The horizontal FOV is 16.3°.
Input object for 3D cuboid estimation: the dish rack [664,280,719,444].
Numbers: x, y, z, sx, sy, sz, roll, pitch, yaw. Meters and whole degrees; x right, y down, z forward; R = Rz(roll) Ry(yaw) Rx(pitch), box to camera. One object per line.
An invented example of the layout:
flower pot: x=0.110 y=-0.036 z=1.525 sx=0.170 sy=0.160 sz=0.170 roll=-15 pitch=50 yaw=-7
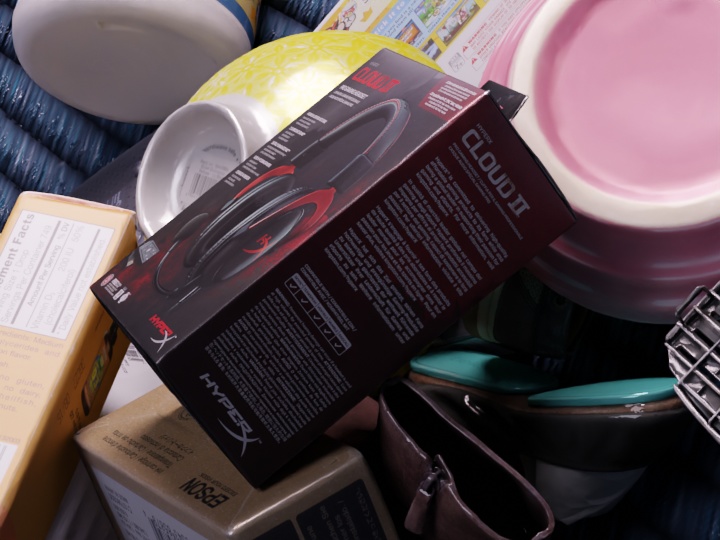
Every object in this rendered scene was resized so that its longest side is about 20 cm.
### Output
dish rack: x=0.228 y=0.010 z=1.040 sx=0.200 sy=0.055 sz=0.153 roll=-44 pitch=38 yaw=1

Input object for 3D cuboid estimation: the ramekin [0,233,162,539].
ramekin: x=-0.181 y=0.068 z=1.332 sx=0.105 sy=0.199 sz=0.201 roll=-60 pitch=35 yaw=24

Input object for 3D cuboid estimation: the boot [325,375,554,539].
boot: x=0.019 y=0.083 z=1.117 sx=0.072 sy=0.167 sz=0.200 roll=-37 pitch=64 yaw=-18

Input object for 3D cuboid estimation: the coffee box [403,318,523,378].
coffee box: x=0.000 y=0.000 z=1.307 sx=0.199 sy=0.044 sz=0.124 roll=-15 pitch=68 yaw=41

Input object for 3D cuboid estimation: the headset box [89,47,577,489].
headset box: x=-0.008 y=-0.013 z=1.095 sx=0.200 sy=0.075 sz=0.149 roll=-39 pitch=20 yaw=-5

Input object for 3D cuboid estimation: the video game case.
video game case: x=0.065 y=-0.146 z=1.375 sx=0.200 sy=0.023 sz=0.182 roll=-49 pitch=39 yaw=13

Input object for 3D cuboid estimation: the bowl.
bowl: x=-0.048 y=-0.034 z=1.257 sx=0.199 sy=0.107 sz=0.202 roll=-15 pitch=67 yaw=41

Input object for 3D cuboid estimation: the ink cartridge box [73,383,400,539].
ink cartridge box: x=-0.039 y=0.147 z=1.134 sx=0.075 sy=0.166 sz=0.200 roll=-28 pitch=19 yaw=-20

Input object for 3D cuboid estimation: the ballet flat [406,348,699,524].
ballet flat: x=0.091 y=0.077 z=1.161 sx=0.200 sy=0.068 sz=0.069 roll=6 pitch=104 yaw=60

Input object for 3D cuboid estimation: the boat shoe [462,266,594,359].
boat shoe: x=0.124 y=-0.041 z=1.208 sx=0.066 sy=0.072 sz=0.201 roll=28 pitch=71 yaw=21

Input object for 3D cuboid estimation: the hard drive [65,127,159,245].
hard drive: x=-0.171 y=0.009 z=1.489 sx=0.200 sy=0.042 sz=0.135 roll=-35 pitch=32 yaw=26

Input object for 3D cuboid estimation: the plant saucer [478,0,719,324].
plant saucer: x=0.145 y=-0.076 z=1.150 sx=0.199 sy=0.051 sz=0.202 roll=-7 pitch=63 yaw=14

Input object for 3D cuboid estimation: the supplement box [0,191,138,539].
supplement box: x=-0.163 y=0.059 z=1.195 sx=0.068 sy=0.067 sz=0.201 roll=13 pitch=53 yaw=13

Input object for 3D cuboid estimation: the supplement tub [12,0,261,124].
supplement tub: x=-0.125 y=-0.206 z=1.520 sx=0.144 sy=0.144 sz=0.201 roll=-17 pitch=53 yaw=39
